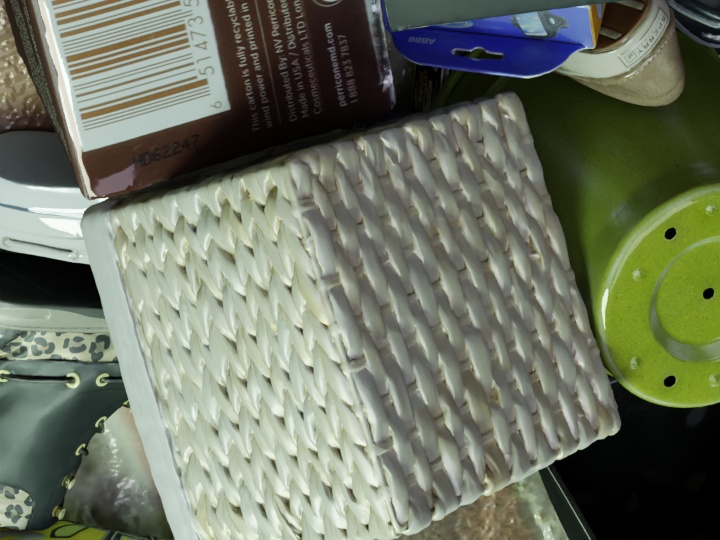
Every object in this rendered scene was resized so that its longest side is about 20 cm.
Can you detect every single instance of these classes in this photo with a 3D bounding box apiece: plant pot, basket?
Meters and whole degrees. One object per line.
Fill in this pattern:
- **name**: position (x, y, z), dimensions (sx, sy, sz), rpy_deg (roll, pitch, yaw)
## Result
- **plant pot**: position (0.153, -0.026, 1.261), dimensions (0.199, 0.193, 0.202), rpy_deg (-7, 118, -14)
- **plant pot**: position (0.237, 0.180, 1.465), dimensions (0.198, 0.200, 0.178), rpy_deg (-21, 133, -8)
- **basket**: position (-0.002, 0.026, 1.159), dimensions (0.197, 0.160, 0.202), rpy_deg (-20, 92, -45)

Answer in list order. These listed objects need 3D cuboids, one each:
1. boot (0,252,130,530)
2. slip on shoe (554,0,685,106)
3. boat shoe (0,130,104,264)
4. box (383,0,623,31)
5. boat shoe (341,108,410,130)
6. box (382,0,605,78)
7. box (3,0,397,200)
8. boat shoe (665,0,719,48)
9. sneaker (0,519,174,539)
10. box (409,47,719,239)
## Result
- **boot**: position (-0.150, 0.076, 1.341), dimensions (0.202, 0.074, 0.155), rpy_deg (10, 117, -23)
- **slip on shoe**: position (0.101, -0.144, 1.238), dimensions (0.076, 0.200, 0.061), rpy_deg (-52, 132, -6)
- **boat shoe**: position (-0.116, -0.029, 1.289), dimensions (0.198, 0.074, 0.066), rpy_deg (11, 127, -2)
- **box**: position (0.073, -0.221, 1.130), dimensions (0.140, 0.201, 0.079), rpy_deg (-9, 142, 7)
- **boat shoe**: position (0.000, 0.000, 1.351), dimensions (0.061, 0.075, 0.202), rpy_deg (0, 108, -6)
- **box**: position (0.077, -0.191, 1.189), dimensions (0.118, 0.201, 0.042), rpy_deg (7, 149, 15)
- **box**: position (-0.097, -0.166, 1.153), dimensions (0.163, 0.200, 0.167), rpy_deg (-17, 121, -9)
- **boat shoe**: position (0.145, -0.201, 1.253), dimensions (0.199, 0.060, 0.076), rpy_deg (37, 88, 1)
- **sneaker**: position (-0.152, 0.181, 1.395), dimensions (0.199, 0.076, 0.076), rpy_deg (16, 109, -45)
- **box**: position (0.129, -0.092, 1.360), dimensions (0.198, 0.049, 0.161), rpy_deg (-4, 115, -17)
